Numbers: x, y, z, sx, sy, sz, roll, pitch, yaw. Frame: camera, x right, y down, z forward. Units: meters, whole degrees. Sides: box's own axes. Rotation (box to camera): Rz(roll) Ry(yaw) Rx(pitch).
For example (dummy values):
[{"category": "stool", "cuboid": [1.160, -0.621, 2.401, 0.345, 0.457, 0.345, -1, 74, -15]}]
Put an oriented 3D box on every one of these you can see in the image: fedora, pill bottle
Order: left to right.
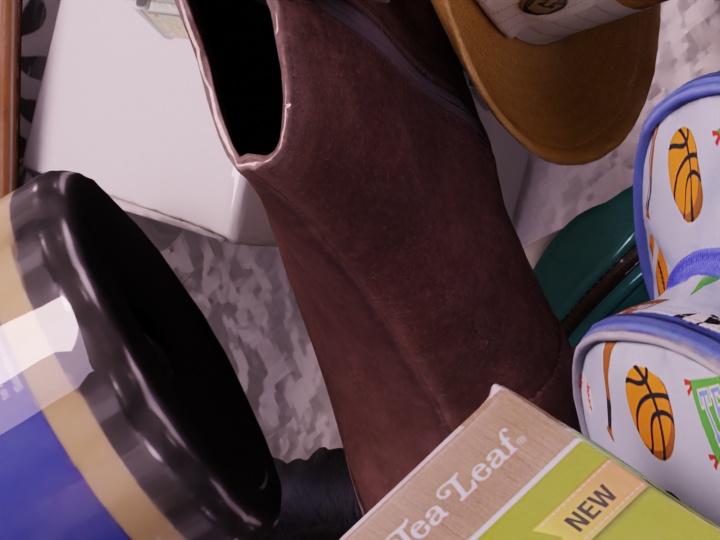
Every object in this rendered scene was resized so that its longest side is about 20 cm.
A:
[{"category": "pill bottle", "cuboid": [-0.131, 0.068, 0.734, 0.200, 0.112, 0.112, -31, 67, 8]}, {"category": "fedora", "cuboid": [0.066, -0.124, 0.707, 0.082, 0.201, 0.201, -9, 80, 23]}]

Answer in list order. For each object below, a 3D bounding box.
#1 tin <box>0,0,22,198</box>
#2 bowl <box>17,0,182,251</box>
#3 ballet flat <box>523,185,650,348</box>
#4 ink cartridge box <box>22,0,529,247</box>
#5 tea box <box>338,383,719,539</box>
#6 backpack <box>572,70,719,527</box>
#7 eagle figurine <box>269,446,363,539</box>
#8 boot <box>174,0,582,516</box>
[{"category": "tin", "cuboid": [-0.150, -0.062, 0.783, 0.112, 0.042, 0.200, 1, 95, -5]}, {"category": "bowl", "cuboid": [-0.100, -0.056, 0.891, 0.094, 0.201, 0.201, 9, 92, 10]}, {"category": "ballet flat", "cuboid": [0.050, 0.036, 0.819, 0.070, 0.067, 0.200, 44, 112, 42]}, {"category": "ink cartridge box", "cuboid": [-0.002, -0.107, 0.819, 0.084, 0.146, 0.200, 19, 99, 34]}, {"category": "tea box", "cuboid": [0.070, 0.166, 0.587, 0.197, 0.200, 0.134, 33, 65, 35]}, {"category": "backpack", "cuboid": [0.136, 0.031, 0.640, 0.200, 0.154, 0.191, 7, 116, 61]}, {"category": "eagle figurine", "cuboid": [-0.057, 0.114, 0.819, 0.200, 0.152, 0.151, 15, 54, 22]}, {"category": "boot", "cuboid": [0.000, 0.000, 0.672, 0.072, 0.166, 0.200, -19, 71, 15]}]
